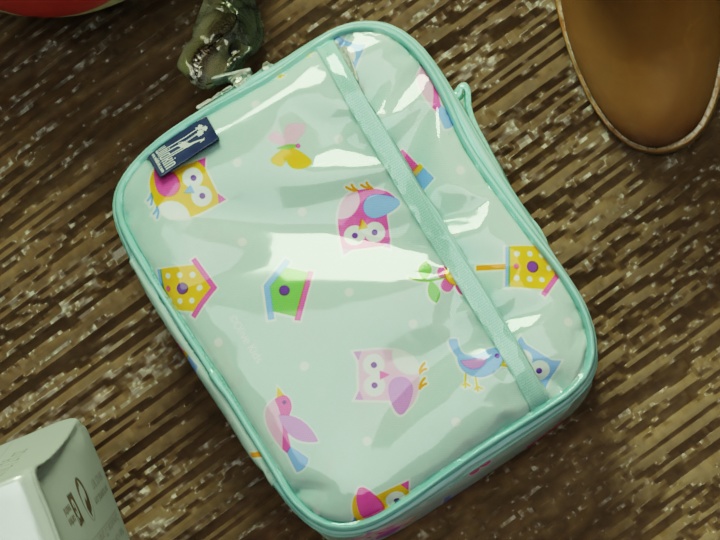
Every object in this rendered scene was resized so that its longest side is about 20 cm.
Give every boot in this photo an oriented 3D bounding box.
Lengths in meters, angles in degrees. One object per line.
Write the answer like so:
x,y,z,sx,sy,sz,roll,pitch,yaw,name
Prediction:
0.111,-0.137,1.148,0.076,0.155,0.201,2,101,8,boot

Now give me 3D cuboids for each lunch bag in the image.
0.000,0.000,1.194,0.160,0.077,0.200,-32,81,1,lunch bag

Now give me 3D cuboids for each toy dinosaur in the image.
-0.069,-0.179,1.239,0.088,0.047,0.200,12,87,4,toy dinosaur

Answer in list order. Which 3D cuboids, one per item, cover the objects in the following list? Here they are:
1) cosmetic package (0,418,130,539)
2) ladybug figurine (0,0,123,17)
-0.182,0.178,1.131,0.200,0.167,0.167,-21,93,2,cosmetic package
-0.131,-0.173,1.183,0.200,0.072,0.136,-29,91,44,ladybug figurine
